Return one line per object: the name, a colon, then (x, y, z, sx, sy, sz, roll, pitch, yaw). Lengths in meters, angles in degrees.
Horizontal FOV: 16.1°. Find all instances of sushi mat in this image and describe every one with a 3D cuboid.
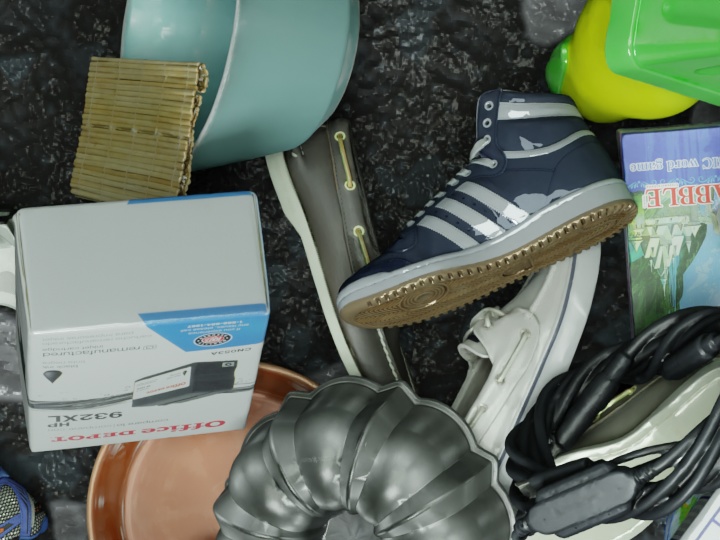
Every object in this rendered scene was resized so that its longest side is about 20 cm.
sushi mat: (-0.142, -0.087, 1.613, 0.012, 0.200, 0.096, 10, 91, -26)

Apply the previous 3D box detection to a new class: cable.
cable: (0.174, 0.087, 1.521, 0.199, 0.163, 0.051, -29, 111, 29)

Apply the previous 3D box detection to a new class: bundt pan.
bundt pan: (-0.006, 0.171, 1.589, 0.201, 0.076, 0.203, 3, 99, 18)

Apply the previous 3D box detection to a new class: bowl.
bowl: (-0.071, -0.152, 1.618, 0.104, 0.201, 0.202, 8, 89, -25)

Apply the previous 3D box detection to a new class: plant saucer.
plant saucer: (-0.080, 0.160, 1.677, 0.199, 0.032, 0.202, 0, 89, 5)

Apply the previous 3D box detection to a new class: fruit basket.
fruit basket: (0.211, -0.166, 1.609, 0.214, 0.216, 0.157, 10, 89, 4)

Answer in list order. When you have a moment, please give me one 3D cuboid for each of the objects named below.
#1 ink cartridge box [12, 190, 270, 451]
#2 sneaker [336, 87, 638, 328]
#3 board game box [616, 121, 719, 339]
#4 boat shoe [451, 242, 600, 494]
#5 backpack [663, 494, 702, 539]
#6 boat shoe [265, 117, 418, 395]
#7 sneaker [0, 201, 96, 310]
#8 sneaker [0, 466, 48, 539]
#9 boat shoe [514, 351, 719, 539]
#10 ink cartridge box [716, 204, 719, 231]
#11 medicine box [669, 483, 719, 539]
ink cartridge box: (-0.137, 0.035, 1.559, 0.144, 0.200, 0.084, -6, 67, -10)
sneaker: (0.065, -0.043, 1.615, 0.199, 0.070, 0.109, -22, 70, -1)
board game box: (0.271, 0.001, 1.639, 0.199, 0.041, 0.201, -5, 97, 4)
boat shoe: (0.094, 0.055, 1.636, 0.065, 0.072, 0.201, 24, 84, -11)
backpack: (0.290, 0.176, 1.609, 0.199, 0.154, 0.164, 2, 95, 17)
boat shoe: (0.000, 0.000, 1.655, 0.060, 0.072, 0.202, -22, 85, 7)
sneaker: (-0.176, 0.001, 1.674, 0.199, 0.074, 0.089, -1, 103, 6)
sneaker: (-0.272, 0.221, 1.668, 0.078, 0.075, 0.201, 28, 92, 1)
boat shoe: (0.174, 0.115, 1.611, 0.201, 0.060, 0.072, -36, 105, 18)
ink cartridge box: (0.322, -0.020, 1.538, 0.199, 0.147, 0.083, 21, 105, 0)
medicine box: (0.294, 0.162, 1.497, 0.182, 0.103, 0.200, 37, 88, 6)
